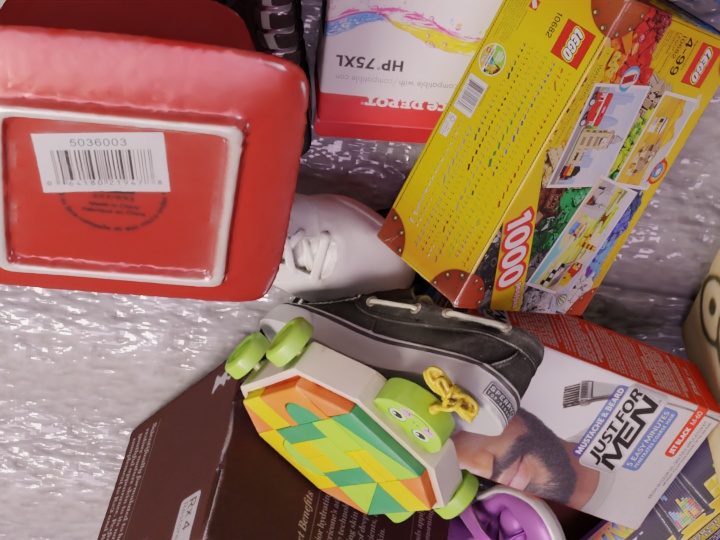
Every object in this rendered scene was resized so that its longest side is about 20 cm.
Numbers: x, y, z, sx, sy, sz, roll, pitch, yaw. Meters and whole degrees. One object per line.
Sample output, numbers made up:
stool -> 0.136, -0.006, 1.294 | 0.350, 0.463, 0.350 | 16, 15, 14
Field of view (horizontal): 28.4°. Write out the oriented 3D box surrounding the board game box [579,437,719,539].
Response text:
board game box -> 0.235, 0.215, 1.070 | 0.200, 0.057, 0.165 | -42, 143, 9

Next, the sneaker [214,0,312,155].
sneaker -> -0.093, -0.154, 0.863 | 0.114, 0.076, 0.201 | -4, 123, 3

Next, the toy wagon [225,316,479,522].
toy wagon -> 0.001, 0.094, 0.862 | 0.155, 0.040, 0.200 | 43, 155, -12

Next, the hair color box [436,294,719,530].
hair color box -> 0.127, 0.090, 0.955 | 0.199, 0.064, 0.111 | 21, 117, -19

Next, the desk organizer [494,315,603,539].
desk organizer -> 0.136, 0.125, 1.056 | 0.076, 0.072, 0.201 | -10, 123, 0

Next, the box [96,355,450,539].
box -> -0.062, 0.194, 1.010 | 0.199, 0.167, 0.164 | 35, 133, -22

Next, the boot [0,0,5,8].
boot -> -0.203, -0.223, 0.816 | 0.131, 0.070, 0.201 | 31, 104, -5

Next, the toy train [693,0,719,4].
toy train -> 0.244, -0.195, 0.840 | 0.199, 0.087, 0.114 | 35, 118, -11

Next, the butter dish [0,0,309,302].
butter dish -> -0.135, -0.091, 0.802 | 0.198, 0.149, 0.200 | 5, 140, -8

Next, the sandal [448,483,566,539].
sandal -> 0.087, 0.200, 1.034 | 0.050, 0.202, 0.083 | -24, 92, -22

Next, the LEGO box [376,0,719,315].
LEGO box -> 0.121, -0.078, 0.862 | 0.148, 0.077, 0.201 | 4, 120, -50

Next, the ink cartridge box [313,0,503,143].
ink cartridge box -> 0.034, -0.154, 0.872 | 0.115, 0.067, 0.201 | 3, 123, -5

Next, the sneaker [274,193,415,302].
sneaker -> -0.063, -0.021, 0.904 | 0.199, 0.089, 0.076 | 22, 104, 5

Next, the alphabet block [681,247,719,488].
alphabet block -> 0.342, 0.061, 0.929 | 0.195, 0.201, 0.196 | 6, 136, -8

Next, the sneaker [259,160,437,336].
sneaker -> 0.000, 0.000, 0.966 | 0.082, 0.071, 0.200 | 25, 121, -25

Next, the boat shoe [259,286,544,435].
boat shoe -> 0.024, 0.047, 0.877 | 0.199, 0.064, 0.071 | 15, 147, 39
